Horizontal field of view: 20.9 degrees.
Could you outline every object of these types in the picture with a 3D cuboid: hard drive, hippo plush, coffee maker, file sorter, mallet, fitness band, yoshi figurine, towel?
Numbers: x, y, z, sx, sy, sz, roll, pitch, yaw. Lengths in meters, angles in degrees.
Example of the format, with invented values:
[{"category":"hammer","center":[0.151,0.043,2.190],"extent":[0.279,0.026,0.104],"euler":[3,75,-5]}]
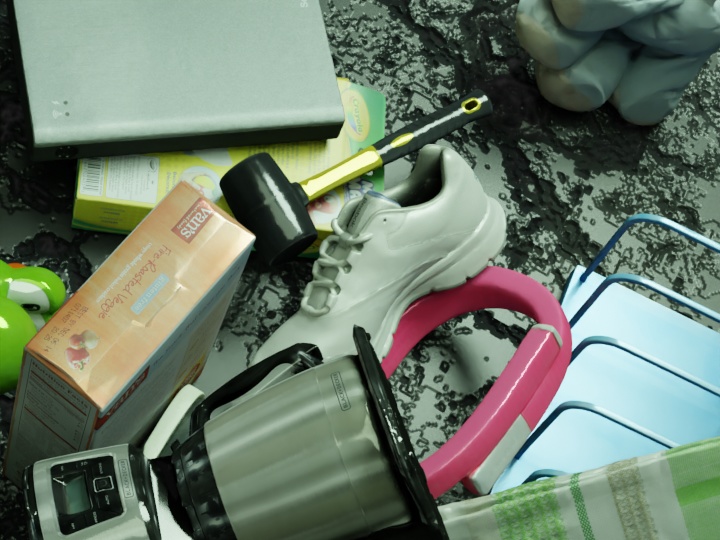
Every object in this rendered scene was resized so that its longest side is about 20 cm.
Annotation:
[{"category":"hard drive","center":[-0.119,-0.142,1.241],"extent":[0.198,0.033,0.141],"euler":[-5,66,-17]},{"category":"hippo plush","center":[0.187,-0.217,1.328],"extent":[0.158,0.200,0.162],"euler":[18,52,-30]},{"category":"coffee maker","center":[-0.055,0.152,1.016],"extent":[0.198,0.135,0.193],"euler":[-21,109,1]},{"category":"file sorter","center":[0.182,0.087,1.216],"extent":[0.138,0.123,0.201],"euler":[26,62,-3]},{"category":"mallet","center":[-0.002,-0.078,1.240],"extent":[0.199,0.041,0.066],"euler":[-36,82,-29]},{"category":"fitness band","center":[0.043,0.073,1.185],"extent":[0.200,0.143,0.038],"euler":[-51,131,-28]},{"category":"yoshi figurine","center":[-0.270,0.027,1.137],"extent":[0.198,0.112,0.113],"euler":[4,76,-16]},{"category":"towel","center":[0.135,0.184,1.119],"extent":[0.198,0.031,0.150],"euler":[-16,103,4]}]

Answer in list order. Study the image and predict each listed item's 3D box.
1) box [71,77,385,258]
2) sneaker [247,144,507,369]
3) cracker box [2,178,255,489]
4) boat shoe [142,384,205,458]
[{"category":"box","center":[-0.082,-0.075,1.262],"extent":[0.198,0.048,0.118],"euler":[7,64,-9]},{"category":"sneaker","center":[0.000,0.000,1.206],"extent":[0.200,0.087,0.074],"euler":[-45,42,-16]},{"category":"cracker box","center":[-0.135,0.051,1.103],"extent":[0.058,0.200,0.134],"euler":[38,62,5]},{"category":"boat shoe","center":[-0.119,0.163,1.128],"extent":[0.066,0.075,0.200],"euler":[25,56,6]}]
